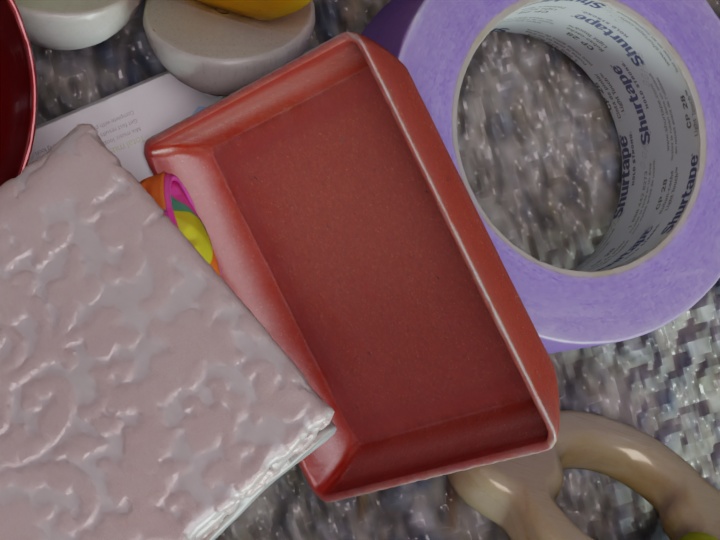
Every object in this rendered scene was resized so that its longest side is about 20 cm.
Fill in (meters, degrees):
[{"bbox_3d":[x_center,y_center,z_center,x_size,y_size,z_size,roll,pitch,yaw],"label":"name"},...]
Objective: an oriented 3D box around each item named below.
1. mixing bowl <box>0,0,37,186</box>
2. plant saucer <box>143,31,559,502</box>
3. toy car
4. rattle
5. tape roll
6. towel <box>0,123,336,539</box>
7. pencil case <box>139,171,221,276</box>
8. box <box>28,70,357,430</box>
[{"bbox_3d":[-0.254,-0.079,1.117,0.198,0.108,0.202,0,90,-8],"label":"mixing bowl"},{"bbox_3d":[0.000,0.000,1.090,0.037,0.200,0.201,-30,95,-34],"label":"plant saucer"},{"bbox_3d":[-0.090,-0.195,1.121,0.198,0.176,0.150,16,45,14],"label":"toy car"},{"bbox_3d":[0.081,0.132,1.198,0.199,0.143,0.131,24,51,1],"label":"rattle"},{"bbox_3d":[0.090,-0.061,1.151,0.198,0.085,0.202,2,84,-22],"label":"tape roll"},{"bbox_3d":[-0.139,0.063,1.033,0.200,0.032,0.191,-40,71,-8],"label":"towel"},{"bbox_3d":[-0.161,0.025,1.116,0.199,0.088,0.089,-22,94,7],"label":"pencil case"},{"bbox_3d":[-0.080,0.002,1.178,0.143,0.036,0.201,-24,95,-6],"label":"box"}]
